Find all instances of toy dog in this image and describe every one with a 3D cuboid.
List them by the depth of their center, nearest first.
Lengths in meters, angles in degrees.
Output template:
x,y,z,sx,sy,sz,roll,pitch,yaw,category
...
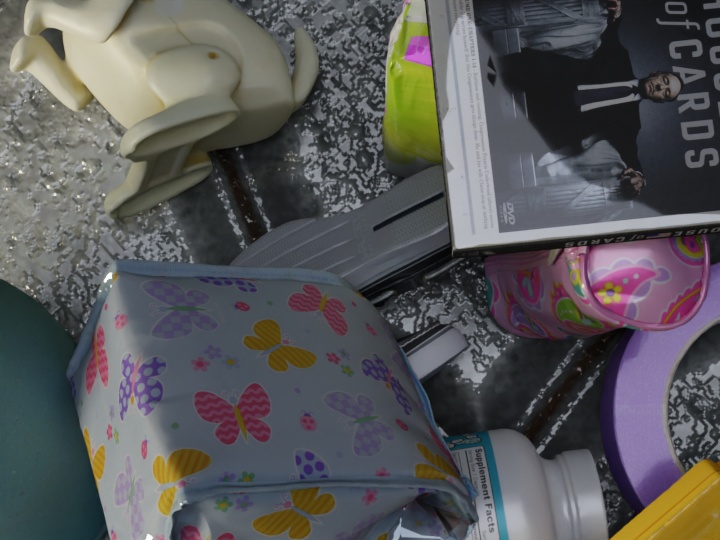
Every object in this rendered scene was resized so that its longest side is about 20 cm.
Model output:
x,y,z,sx,sy,sz,roll,pitch,yaw,category
-0.138,-0.169,0.883,0.193,0.140,0.201,-28,81,-15,toy dog

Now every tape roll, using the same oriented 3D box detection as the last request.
x,y,z,sx,sy,sz,roll,pitch,yaw,category
0.258,0.094,0.861,0.199,0.066,0.201,0,81,3,tape roll

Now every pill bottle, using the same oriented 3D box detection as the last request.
x,y,z,sx,sy,sz,roll,pitch,yaw,category
0.051,0.161,0.837,0.199,0.111,0.111,-8,81,1,pill bottle

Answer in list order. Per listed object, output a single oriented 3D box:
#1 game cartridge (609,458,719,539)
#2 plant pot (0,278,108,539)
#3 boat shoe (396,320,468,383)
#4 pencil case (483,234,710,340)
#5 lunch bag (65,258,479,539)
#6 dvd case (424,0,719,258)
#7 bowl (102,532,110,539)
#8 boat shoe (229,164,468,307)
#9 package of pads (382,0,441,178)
x,y,z,sx,sy,sz,roll,pitch,yaw,category
0.212,0.222,0.797,0.176,0.032,0.200,-43,115,7,game cartridge
-0.255,0.080,0.791,0.199,0.188,0.201,-3,57,5,plant pot
-0.028,0.077,0.878,0.199,0.070,0.066,-30,83,6,boat shoe
0.136,-0.001,0.810,0.087,0.200,0.088,1,86,-10,pencil case
-0.046,0.093,0.752,0.199,0.127,0.170,1,45,-30,lunch bag
0.139,-0.090,0.709,0.199,0.025,0.151,-6,79,1,dvd case
-0.202,0.268,0.852,0.199,0.075,0.201,-21,81,1,bowl
0.000,0.000,0.880,0.199,0.071,0.072,-21,52,22,boat shoe
0.089,-0.098,0.827,0.154,0.200,0.069,15,76,6,package of pads
